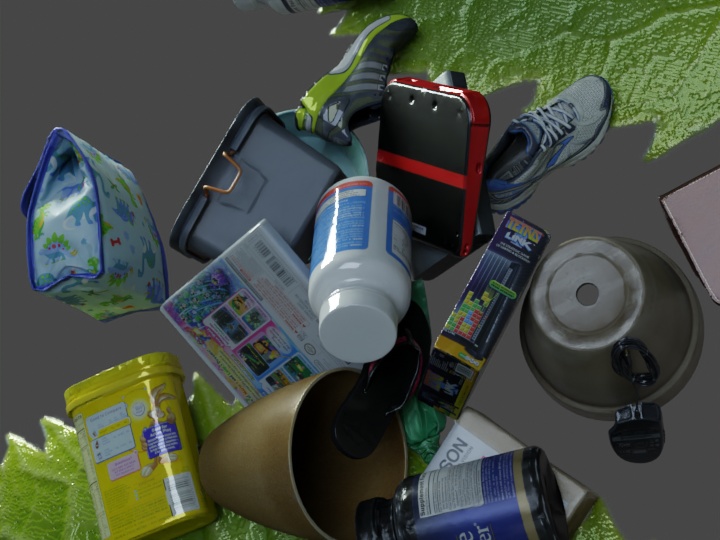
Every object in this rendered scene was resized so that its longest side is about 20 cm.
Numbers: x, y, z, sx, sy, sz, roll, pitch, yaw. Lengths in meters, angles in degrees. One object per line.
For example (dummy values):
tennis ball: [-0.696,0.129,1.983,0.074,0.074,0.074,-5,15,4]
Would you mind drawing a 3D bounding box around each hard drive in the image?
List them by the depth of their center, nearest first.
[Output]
hard drive: [0.091,-0.106,1.522,0.139,0.033,0.202,-36,58,53]

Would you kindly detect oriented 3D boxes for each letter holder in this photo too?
letter holder: [0.436,-0.050,1.385,0.199,0.101,0.143,-28,69,11]

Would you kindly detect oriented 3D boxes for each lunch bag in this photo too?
lunch bag: [-0.326,-0.056,1.628,0.126,0.170,0.202,-11,72,16]

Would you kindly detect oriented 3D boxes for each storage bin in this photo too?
storage bin: [-0.110,-0.078,1.541,0.133,0.146,0.201,29,86,14]

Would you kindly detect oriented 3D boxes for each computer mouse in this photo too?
computer mouse: [0.278,0.129,1.348,0.058,0.201,0.034,-4,47,10]

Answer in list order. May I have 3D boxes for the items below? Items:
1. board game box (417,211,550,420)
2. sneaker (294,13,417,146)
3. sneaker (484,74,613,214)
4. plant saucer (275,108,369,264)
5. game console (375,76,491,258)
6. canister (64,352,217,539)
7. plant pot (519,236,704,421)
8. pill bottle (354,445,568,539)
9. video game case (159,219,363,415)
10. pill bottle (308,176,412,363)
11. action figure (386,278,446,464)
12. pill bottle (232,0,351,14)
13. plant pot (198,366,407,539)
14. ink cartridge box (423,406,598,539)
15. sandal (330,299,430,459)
board game box: [0.126,0.052,1.393,0.056,0.200,0.166,26,70,7]
sneaker: [0.010,-0.225,1.597,0.081,0.074,0.200,36,74,14]
sneaker: [0.208,-0.148,1.504,0.200,0.085,0.077,-46,65,2]
plant saucer: [-0.078,-0.097,1.621,0.198,0.036,0.203,-5,74,18]
game console: [0.077,-0.121,1.494,0.200,0.031,0.179,26,115,58]
canister: [-0.260,0.219,1.571,0.147,0.087,0.202,-23,70,13]
plant pot: [0.252,0.045,1.385,0.198,0.173,0.203,-5,74,17]
pill bottle: [0.100,0.252,1.333,0.198,0.112,0.113,-17,70,16]
video game case: [-0.105,0.068,1.505,0.182,0.024,0.200,-37,98,30]
pill bottle: [0.000,0.000,1.429,0.111,0.113,0.201,-15,38,16]
action figure: [0.049,0.124,1.502,0.117,0.055,0.202,-21,76,12]
pill bottle: [-0.064,-0.383,1.656,0.198,0.111,0.112,-8,72,17]
plant pot: [-0.080,0.209,1.465,0.199,0.185,0.189,-10,70,42]
ink cartridge box: [0.131,0.274,1.417,0.164,0.075,0.201,32,88,24]
sandal: [0.033,0.114,1.419,0.045,0.075,0.201,-33,23,52]
